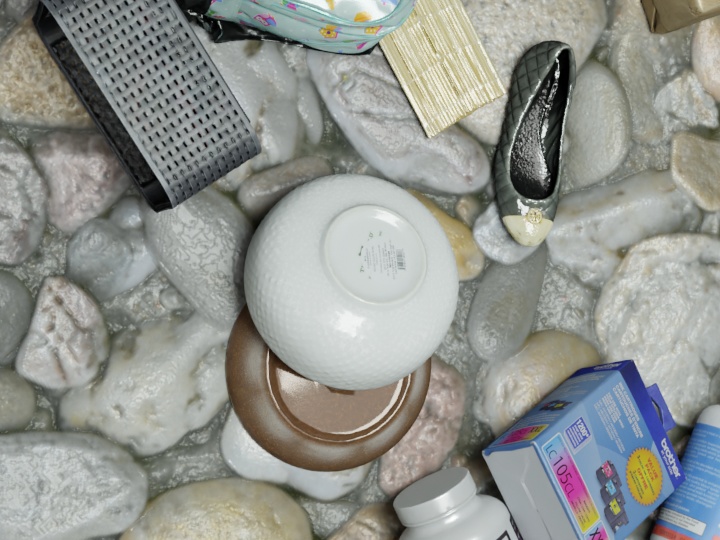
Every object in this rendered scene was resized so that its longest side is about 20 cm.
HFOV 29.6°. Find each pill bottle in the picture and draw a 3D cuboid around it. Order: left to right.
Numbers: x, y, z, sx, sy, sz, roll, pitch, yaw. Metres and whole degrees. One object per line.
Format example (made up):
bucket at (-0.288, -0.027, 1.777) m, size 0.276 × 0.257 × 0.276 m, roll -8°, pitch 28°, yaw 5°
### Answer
pill bottle at (0.106, 0.288, 1.258) m, size 0.112 × 0.112 × 0.200 m, roll -27°, pitch 97°, yaw -15°
pill bottle at (0.371, 0.200, 1.339) m, size 0.112 × 0.112 × 0.200 m, roll 25°, pitch 83°, yaw -15°

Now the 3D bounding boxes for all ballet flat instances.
ballet flat at (0.168, -0.123, 1.306) m, size 0.066 × 0.057 × 0.200 m, roll 6°, pitch 88°, yaw -16°

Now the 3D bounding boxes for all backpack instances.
backpack at (-0.048, -0.267, 1.201) m, size 0.200 × 0.127 × 0.167 m, roll 19°, pitch 87°, yaw -11°

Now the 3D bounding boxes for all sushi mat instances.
sushi mat at (0.058, -0.235, 1.295) m, size 0.096 × 0.012 × 0.200 m, roll -30°, pitch 98°, yaw -13°

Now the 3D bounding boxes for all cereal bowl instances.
cereal bowl at (0.000, 0.000, 1.210) m, size 0.200 × 0.083 × 0.200 m, roll 7°, pitch 67°, yaw -16°

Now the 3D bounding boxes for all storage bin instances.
storage bin at (-0.183, -0.158, 1.158) m, size 0.094 × 0.135 × 0.200 m, roll -33°, pitch 99°, yaw -14°

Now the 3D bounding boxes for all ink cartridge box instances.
ink cartridge box at (0.223, 0.176, 1.290) m, size 0.200 × 0.076 × 0.136 m, roll -32°, pitch 100°, yaw -41°

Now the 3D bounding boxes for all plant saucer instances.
plant saucer at (-0.023, 0.089, 1.260) m, size 0.200 × 0.037 × 0.200 m, roll 0°, pitch 90°, yaw -16°

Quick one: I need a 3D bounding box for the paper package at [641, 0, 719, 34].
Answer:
paper package at (0.359, -0.355, 1.340) m, size 0.200 × 0.103 × 0.191 m, roll -23°, pitch 98°, yaw -16°
